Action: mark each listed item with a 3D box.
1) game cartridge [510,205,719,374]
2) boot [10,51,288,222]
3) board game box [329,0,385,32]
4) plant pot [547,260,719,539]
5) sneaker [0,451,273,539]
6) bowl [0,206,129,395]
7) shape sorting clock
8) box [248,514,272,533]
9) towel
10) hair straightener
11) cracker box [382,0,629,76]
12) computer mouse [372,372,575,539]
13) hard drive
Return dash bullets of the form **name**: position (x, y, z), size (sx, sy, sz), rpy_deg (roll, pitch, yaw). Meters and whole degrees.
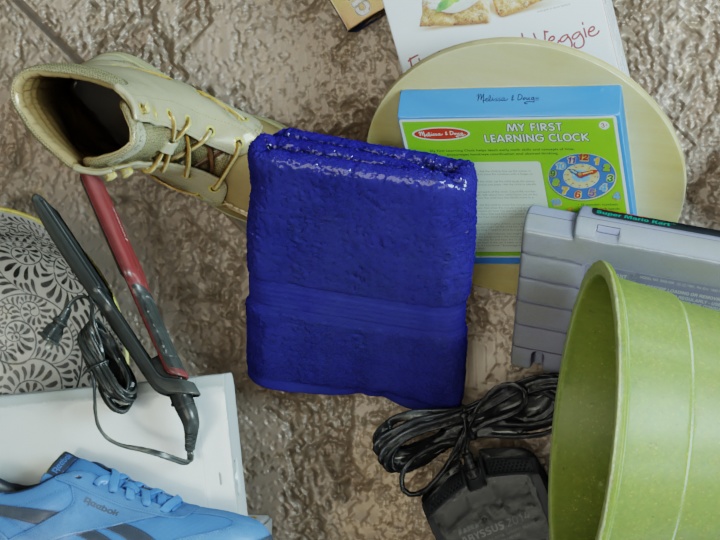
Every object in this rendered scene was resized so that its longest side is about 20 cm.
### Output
- **game cartridge**: position (0.197, 0.025, 1.327), size (0.200, 0.038, 0.130), rpy_deg (11, 131, 9)
- **boot**: position (-0.115, -0.078, 1.357), size (0.200, 0.155, 0.073), rpy_deg (31, 101, 7)
- **board game box**: position (0.000, -0.274, 1.374), size (0.135, 0.035, 0.200), rpy_deg (-30, 89, 14)
- **plant pot**: position (0.222, 0.103, 1.259), size (0.190, 0.200, 0.200), rpy_deg (6, 97, -5)
- **sneaker**: position (-0.154, 0.151, 1.309), size (0.200, 0.066, 0.078), rpy_deg (-2, 87, 12)
- **bowl**: position (-0.237, 0.053, 1.429), size (0.201, 0.094, 0.201), rpy_deg (1, 95, 12)
- **shape sorting clock**: position (0.102, -0.063, 1.321), size (0.200, 0.039, 0.200), rpy_deg (8, 136, 8)
- **box**: position (-0.165, 0.225, 1.427), size (0.200, 0.101, 0.113), rpy_deg (-1, 95, 12)
- **towel**: position (0.000, 0.000, 1.353), size (0.148, 0.050, 0.200), rpy_deg (8, 131, 7)
- **hair straightener**: position (-0.160, 0.037, 1.333), size (0.077, 0.041, 0.200), rpy_deg (-27, 80, 3)
- **cracker box**: position (0.085, -0.172, 1.324), size (0.134, 0.058, 0.200), rpy_deg (-12, 112, 14)
- **computer mouse**: position (0.101, 0.172, 1.388), size (0.138, 0.053, 0.200), rpy_deg (-18, 93, 8)
- **hard drive**: position (-0.174, 0.140, 1.360), size (0.200, 0.026, 0.132), rpy_deg (-6, 90, 12)
